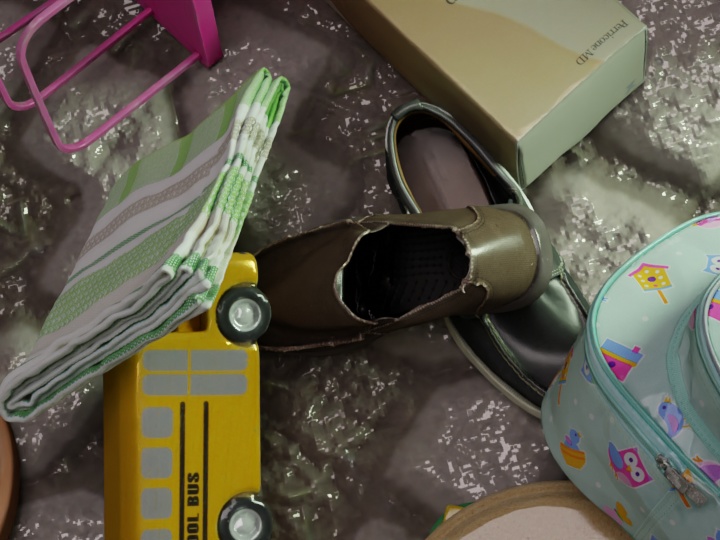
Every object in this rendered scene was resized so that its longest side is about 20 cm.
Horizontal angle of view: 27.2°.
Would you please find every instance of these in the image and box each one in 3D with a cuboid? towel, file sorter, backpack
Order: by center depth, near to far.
[{"bbox_3d":[0.195,0.066,0.711,0.200,0.153,0.176,38,55,25],"label":"backpack"},{"bbox_3d":[-0.113,-0.020,0.779,0.149,0.031,0.200,-31,26,28],"label":"towel"},{"bbox_3d":[-0.199,-0.187,0.868,0.125,0.139,0.200,-40,70,-16],"label":"file sorter"}]

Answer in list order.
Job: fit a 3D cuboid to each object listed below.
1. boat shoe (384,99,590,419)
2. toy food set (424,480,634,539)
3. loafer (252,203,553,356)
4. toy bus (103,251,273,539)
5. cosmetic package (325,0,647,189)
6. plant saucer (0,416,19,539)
[{"bbox_3d":[0.071,-0.005,0.811,0.072,0.068,0.200,-28,71,-6],"label":"boat shoe"},{"bbox_3d":[0.106,0.200,0.745,0.200,0.049,0.198,10,73,13],"label":"toy food set"},{"bbox_3d":[0.000,0.000,0.785,0.200,0.071,0.073,-16,80,34],"label":"loafer"},{"bbox_3d":[-0.091,0.091,0.773,0.078,0.065,0.201,0,89,-20],"label":"toy bus"},{"bbox_3d":[0.060,-0.155,0.861,0.105,0.071,0.200,-43,70,-7],"label":"cosmetic package"},{"bbox_3d":[-0.292,0.121,0.826,0.200,0.032,0.201,-1,61,1],"label":"plant saucer"}]
